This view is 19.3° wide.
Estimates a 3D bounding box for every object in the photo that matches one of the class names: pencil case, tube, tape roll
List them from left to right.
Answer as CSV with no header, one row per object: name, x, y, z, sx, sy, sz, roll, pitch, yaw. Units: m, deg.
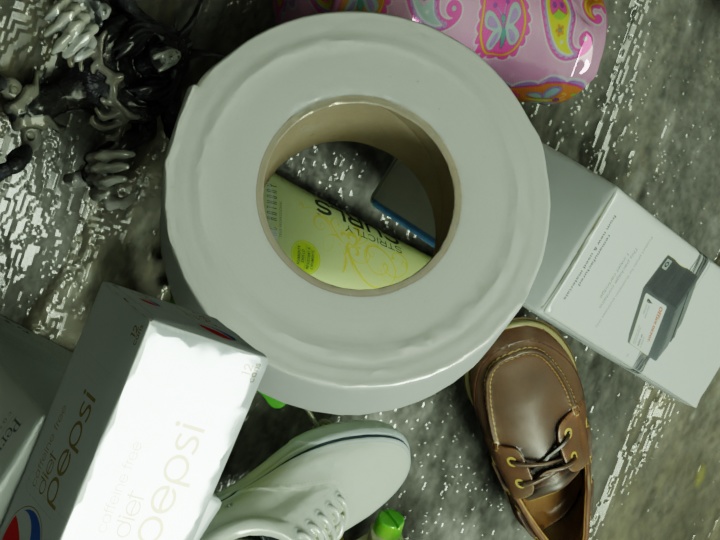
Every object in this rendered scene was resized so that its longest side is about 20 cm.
tape roll,-0.005,-0.030,1.099,0.201,0.071,0.204,2,76,-6
tube,0.000,0.000,1.256,0.200,0.058,0.052,26,99,-37
pencil case,0.044,-0.149,1.211,0.199,0.087,0.088,8,105,-31

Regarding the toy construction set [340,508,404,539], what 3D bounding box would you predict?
toy construction set,-0.013,0.210,1.280,0.200,0.131,0.092,-10,130,-54

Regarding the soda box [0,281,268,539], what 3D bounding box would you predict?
soda box,-0.120,0.113,0.990,0.068,0.064,0.201,20,96,-32

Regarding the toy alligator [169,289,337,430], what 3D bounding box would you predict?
toy alligator,-0.068,0.042,1.243,0.054,0.059,0.201,-13,124,20

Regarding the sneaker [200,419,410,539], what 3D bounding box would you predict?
sneaker,-0.043,0.151,1.221,0.199,0.071,0.073,-26,127,-29

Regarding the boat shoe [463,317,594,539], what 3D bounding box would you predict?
boat shoe,0.115,0.108,1.331,0.072,0.068,0.201,-20,137,-1

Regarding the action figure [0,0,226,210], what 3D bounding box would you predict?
action figure,-0.152,-0.087,1.111,0.199,0.102,0.119,-27,109,-17

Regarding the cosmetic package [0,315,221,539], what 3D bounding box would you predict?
cosmetic package,-0.205,0.143,1.112,0.123,0.200,0.200,30,92,-36

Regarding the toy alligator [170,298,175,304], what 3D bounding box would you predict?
toy alligator,-0.105,0.063,1.185,0.059,0.054,0.201,12,134,10

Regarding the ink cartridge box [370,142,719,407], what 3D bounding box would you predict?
ink cartridge box,0.123,-0.011,1.244,0.200,0.145,0.084,30,92,-52
